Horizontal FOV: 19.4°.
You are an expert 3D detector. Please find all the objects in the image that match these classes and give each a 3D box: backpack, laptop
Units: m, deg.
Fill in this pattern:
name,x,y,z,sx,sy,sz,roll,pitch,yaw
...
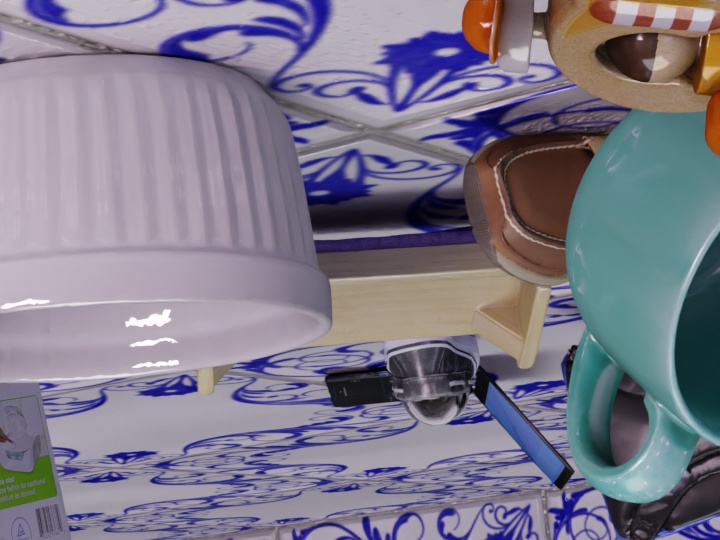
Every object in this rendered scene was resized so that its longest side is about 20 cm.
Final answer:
name,x,y,z,sx,sy,sz,roll,pitch,yaw
backpack,0.268,0.094,1.536,0.199,0.163,0.168,-21,174,15
laptop,0.075,0.141,1.814,0.199,0.104,0.177,-5,169,1

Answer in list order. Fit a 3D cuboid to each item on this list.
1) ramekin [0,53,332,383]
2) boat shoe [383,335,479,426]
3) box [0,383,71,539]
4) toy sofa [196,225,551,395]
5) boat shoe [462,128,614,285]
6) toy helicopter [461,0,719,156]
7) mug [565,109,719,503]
name,x,y,z,sx,sy,sz,roll,pitch,yaw
ramekin,-0.114,-0.019,0.892,0.199,0.106,0.200,-4,169,-1
boat shoe,0.049,0.082,1.576,0.072,0.071,0.200,-7,170,11
box,-0.249,0.076,1.051,0.096,0.177,0.200,-15,177,25
toy sofa,0.000,0.000,1.152,0.199,0.098,0.083,-4,145,-7
boat shoe,0.130,-0.039,1.016,0.074,0.076,0.200,-23,166,39
toy helicopter,0.080,-0.100,0.710,0.132,0.079,0.200,-1,162,29
mug,0.154,-0.006,0.923,0.185,0.152,0.114,-27,-143,-14
